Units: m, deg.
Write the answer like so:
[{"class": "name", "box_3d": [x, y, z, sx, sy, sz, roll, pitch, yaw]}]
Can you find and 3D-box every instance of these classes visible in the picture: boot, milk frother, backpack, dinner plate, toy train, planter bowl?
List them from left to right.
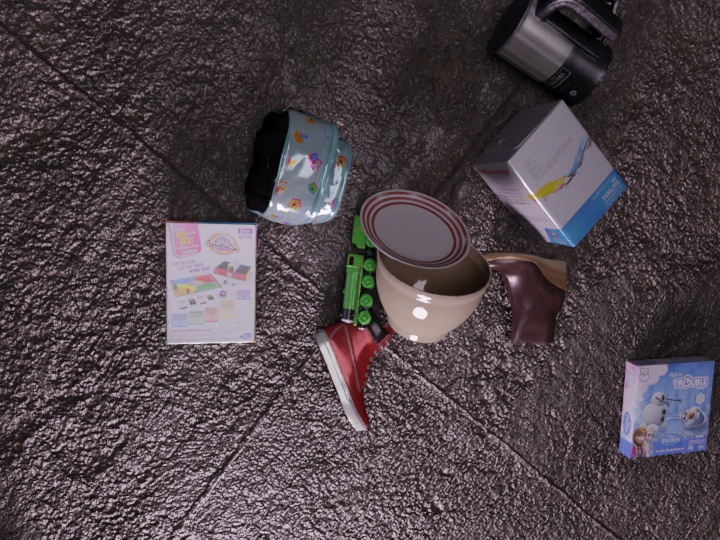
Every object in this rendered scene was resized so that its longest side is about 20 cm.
[{"class": "backpack", "box_3d": [-0.098, -0.156, 0.881, 0.150, 0.200, 0.180, 16, 94, -16]}, {"class": "toy train", "box_3d": [0.000, 0.000, 0.991, 0.055, 0.042, 0.205, 6, 84, 4]}, {"class": "boot", "box_3d": [0.013, 0.178, 1.027, 0.142, 0.072, 0.204, -22, 99, -11]}, {"class": "dinner plate", "box_3d": [0.092, -0.069, 0.966, 0.195, 0.203, 0.025, 2, 135, -14]}, {"class": "planter bowl", "box_3d": [0.114, 0.036, 0.982, 0.195, 0.202, 0.137, 2, 126, -14]}, {"class": "boot", "box_3d": [0.306, 0.053, 1.077, 0.195, 0.072, 0.171, 8, 94, -18]}, {"class": "milk frother", "box_3d": [0.355, -0.438, 1.002, 0.185, 0.181, 0.203, 26, 49, -16]}]

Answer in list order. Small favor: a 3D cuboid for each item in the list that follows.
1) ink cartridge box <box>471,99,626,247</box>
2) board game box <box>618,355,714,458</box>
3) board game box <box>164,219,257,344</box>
[{"class": "ink cartridge box", "box_3d": [0.332, -0.171, 1.013, 0.146, 0.147, 0.200, -46, 106, -3]}, {"class": "board game box", "box_3d": [0.658, 0.292, 1.215, 0.195, 0.043, 0.204, -2, 97, -13]}, {"class": "board game box", "box_3d": [-0.250, 0.019, 0.952, 0.149, 0.040, 0.205, 1, 98, -14]}]
